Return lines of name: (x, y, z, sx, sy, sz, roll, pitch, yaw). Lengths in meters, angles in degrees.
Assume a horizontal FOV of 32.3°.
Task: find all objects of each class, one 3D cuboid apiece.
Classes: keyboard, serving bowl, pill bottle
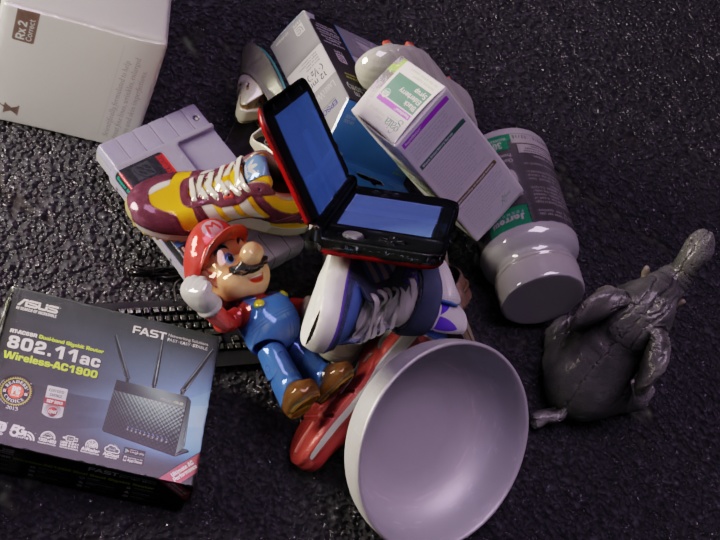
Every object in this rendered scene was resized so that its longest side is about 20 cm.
keyboard: (-0.177, 0.039, 1.218, 0.198, 0.021, 0.128, -2, 56, -27)
serving bowl: (0.061, 0.155, 1.156, 0.199, 0.202, 0.066, -14, 20, -32)
pill bottle: (0.179, -0.050, 1.388, 0.112, 0.113, 0.201, 4, 52, -22)

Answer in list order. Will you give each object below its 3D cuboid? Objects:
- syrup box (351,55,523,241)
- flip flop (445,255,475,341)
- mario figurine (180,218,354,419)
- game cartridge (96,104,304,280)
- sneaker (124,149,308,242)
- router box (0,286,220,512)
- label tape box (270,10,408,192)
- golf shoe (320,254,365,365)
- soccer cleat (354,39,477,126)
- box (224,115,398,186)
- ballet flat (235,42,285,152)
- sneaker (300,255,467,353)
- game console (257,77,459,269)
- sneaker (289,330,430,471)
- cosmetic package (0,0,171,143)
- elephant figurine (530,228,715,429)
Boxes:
syrup box: (0.083, -0.123, 1.284, 0.082, 0.200, 0.079, -47, 48, -2)
flip flop: (0.089, 0.035, 1.312, 0.057, 0.081, 0.201, 9, 51, -40)
mario figurine: (-0.086, 0.030, 1.139, 0.106, 0.123, 0.200, -39, 79, 4)
game cartridge: (-0.165, -0.071, 1.266, 0.129, 0.038, 0.200, -28, 72, -37)
sneaker: (-0.128, -0.081, 1.209, 0.198, 0.090, 0.076, -5, 60, -24)
router box: (-0.232, 0.113, 1.097, 0.198, 0.062, 0.151, 15, 55, -13)
label tape box: (0.001, -0.174, 1.354, 0.143, 0.066, 0.201, 15, 40, -49)
golf shoe: (0.000, 0.000, 1.263, 0.078, 0.097, 0.202, 16, 57, -8)
soccer cleat: (0.069, -0.186, 1.336, 0.199, 0.069, 0.078, 19, 43, -52)
box: (-0.054, -0.121, 1.388, 0.198, 0.036, 0.144, 23, 49, -6)
ballet flat: (-0.099, -0.164, 1.334, 0.063, 0.068, 0.201, -20, 65, -26)
sneaker: (0.032, 0.029, 1.122, 0.145, 0.081, 0.200, 23, 26, -4)
game console: (0.005, -0.092, 1.116, 0.171, 0.120, 0.200, 9, 18, 7)
sneaker: (0.029, 0.140, 1.199, 0.116, 0.078, 0.200, 47, 69, -13)
cosmetic package: (-0.292, -0.267, 1.303, 0.163, 0.165, 0.201, 11, 52, -17)
elephant figurine: (0.272, 0.061, 1.287, 0.140, 0.200, 0.156, 11, 51, -17)
